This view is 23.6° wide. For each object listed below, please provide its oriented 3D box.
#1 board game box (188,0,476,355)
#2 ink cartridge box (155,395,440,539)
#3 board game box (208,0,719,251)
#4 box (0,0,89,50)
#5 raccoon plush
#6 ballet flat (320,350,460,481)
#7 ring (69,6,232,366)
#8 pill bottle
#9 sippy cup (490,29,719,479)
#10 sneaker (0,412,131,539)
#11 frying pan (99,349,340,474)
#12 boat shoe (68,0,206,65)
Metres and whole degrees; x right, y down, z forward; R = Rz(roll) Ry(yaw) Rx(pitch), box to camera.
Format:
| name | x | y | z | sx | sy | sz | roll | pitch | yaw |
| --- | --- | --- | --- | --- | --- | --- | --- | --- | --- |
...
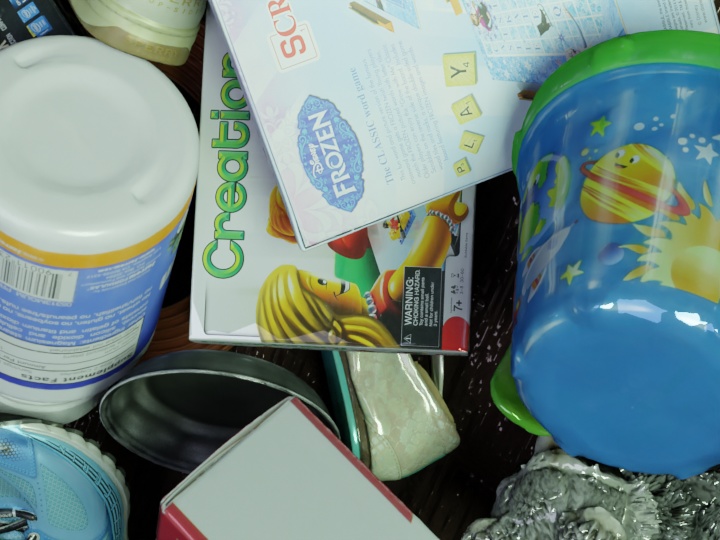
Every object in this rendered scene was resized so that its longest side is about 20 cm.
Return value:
| name | x | y | z | sx | sy | sz | roll | pitch | yaw |
| --- | --- | --- | --- | --- | --- | --- | --- | --- | --- |
| board game box | -0.009 | -0.065 | 0.778 | 0.125 | 0.035 | 0.202 | 2 | 86 | 5 |
| ink cartridge box | -0.023 | 0.169 | 0.800 | 0.146 | 0.083 | 0.200 | 43 | 153 | 14 |
| board game box | 0.033 | -0.136 | 0.703 | 0.198 | 0.041 | 0.201 | -20 | 111 | -2 |
| box | -0.240 | -0.127 | 0.862 | 0.163 | 0.086 | 0.201 | -34 | 74 | 1 |
| raccoon plush | 0.123 | 0.153 | 0.744 | 0.096 | 0.134 | 0.201 | -31 | 85 | 28 |
| ballet flat | 0.000 | 0.000 | 0.827 | 0.062 | 0.067 | 0.201 | -14 | 86 | -9 |
| ring | -0.124 | -0.042 | 0.904 | 0.199 | 0.019 | 0.202 | 6 | 103 | 28 |
| pill bottle | -0.144 | -0.007 | 0.814 | 0.112 | 0.112 | 0.200 | 44 | 148 | 14 |
| sippy cup | 0.115 | 0.001 | 0.654 | 0.139 | 0.131 | 0.179 | 6 | 136 | 14 |
| sneaker | -0.159 | 0.152 | 0.874 | 0.078 | 0.090 | 0.201 | 3 | 133 | 27 |
| frying pan | -0.055 | 0.088 | 0.841 | 0.114 | 0.190 | 0.031 | -3 | 58 | 17 |
| boat shoe | -0.120 | -0.172 | 0.812 | 0.063 | 0.073 | 0.201 | -61 | 37 | 25 |
